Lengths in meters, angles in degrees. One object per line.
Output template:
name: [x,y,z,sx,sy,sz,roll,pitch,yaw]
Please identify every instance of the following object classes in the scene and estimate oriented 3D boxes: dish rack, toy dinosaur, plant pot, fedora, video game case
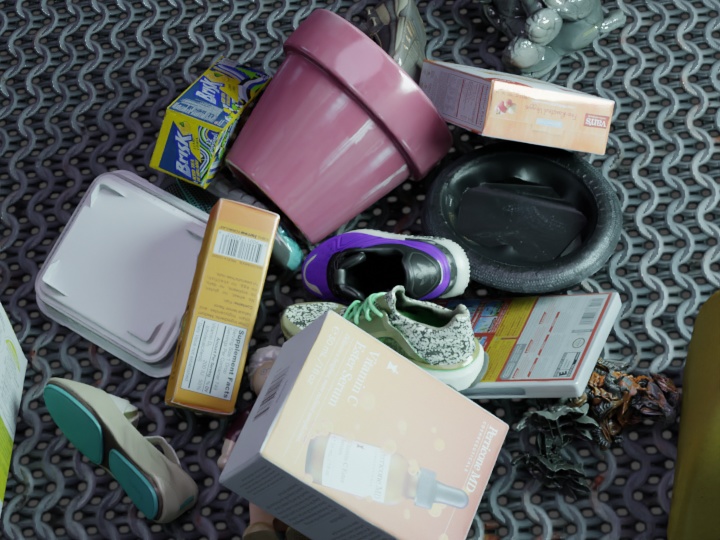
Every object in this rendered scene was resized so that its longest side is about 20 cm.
dish rack: [-0.231,-0.005,1.712,0.199,0.044,0.173,27,82,25]
toy dinosaur: [0.191,0.127,1.571,0.198,0.103,0.136,-10,35,24]
plant pot: [0.371,0.115,1.466,0.192,0.201,0.197,5,54,13]
fedora: [0.160,-0.034,1.675,0.198,0.092,0.202,-4,53,6]
plant pot: [-0.034,-0.133,1.731,0.179,0.200,0.200,-47,59,-5]
video game case: [0.132,0.071,1.587,0.198,0.018,0.143,-3,33,29]

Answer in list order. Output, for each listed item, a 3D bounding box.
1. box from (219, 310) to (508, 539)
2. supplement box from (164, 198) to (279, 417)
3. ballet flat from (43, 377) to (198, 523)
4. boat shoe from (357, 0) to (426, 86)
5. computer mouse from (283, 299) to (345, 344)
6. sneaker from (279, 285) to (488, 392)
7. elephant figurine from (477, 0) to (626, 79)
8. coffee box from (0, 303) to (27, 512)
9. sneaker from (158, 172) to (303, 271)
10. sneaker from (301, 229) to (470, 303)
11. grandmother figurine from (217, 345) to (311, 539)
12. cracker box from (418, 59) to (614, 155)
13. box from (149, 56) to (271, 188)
box: [0.004,0.160,1.487,0.199,0.106,0.153,32,60,-12]
supplement box: [-0.134,0.038,1.632,0.068,0.067,0.202,17,81,-10]
ballet flat: [-0.224,0.164,1.616,0.069,0.070,0.200,-37,59,-18]
boat shoe: [0.031,-0.239,1.841,0.073,0.075,0.200,-19,22,12]
computer mouse: [-0.020,0.097,1.604,0.137,0.053,0.201,18,41,-24]
sneaker: [0.021,0.043,1.548,0.198,0.089,0.077,9,39,15]
elephant figurine: [0.164,-0.319,1.853,0.141,0.155,0.200,-41,65,5]
coffee box: [-0.444,0.111,1.595,0.197,0.201,0.199,-3,53,6]
sneaker: [-0.143,-0.041,1.753,0.199,0.078,0.091,34,82,32]
sneaker: [0.000,-0.001,1.632,0.199,0.070,0.099,-3,6,43]
grandmother figurine: [-0.074,0.160,1.592,0.120,0.061,0.202,-1,55,-11]
cracker box: [0.150,-0.166,1.702,0.132,0.058,0.200,8,11,-20]
box: [-0.153,-0.157,1.764,0.064,0.071,0.200,22,25,4]
